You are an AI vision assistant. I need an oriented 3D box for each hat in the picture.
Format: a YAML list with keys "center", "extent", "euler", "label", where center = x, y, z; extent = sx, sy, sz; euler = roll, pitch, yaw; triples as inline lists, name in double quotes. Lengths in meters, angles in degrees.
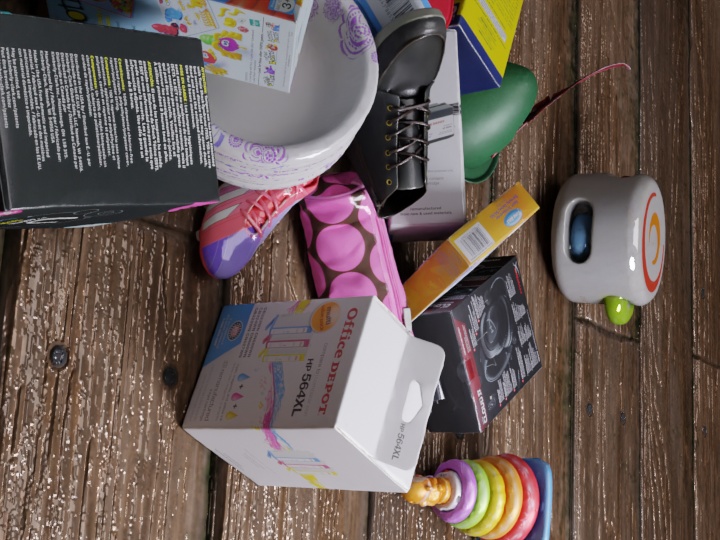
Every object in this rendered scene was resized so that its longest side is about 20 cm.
- center: [0.206, -0.214, 1.432]
  extent: [0.166, 0.174, 0.202]
  euler: [47, 49, -40]
  label: "hat"

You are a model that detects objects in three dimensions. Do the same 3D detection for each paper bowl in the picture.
- center: [-0.090, -0.169, 1.023]
  extent: [0.197, 0.104, 0.204]
  euler: [5, 71, -15]
  label: "paper bowl"

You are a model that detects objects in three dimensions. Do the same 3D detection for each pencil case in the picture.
- center: [0.000, 0.000, 1.181]
  extent: [0.090, 0.093, 0.203]
  euler: [-28, 107, -42]
  label: "pencil case"

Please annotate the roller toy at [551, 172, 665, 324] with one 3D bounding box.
- center: [0.345, -0.046, 1.641]
  extent: [0.201, 0.138, 0.184]
  euler: [-59, 142, -43]
  label: "roller toy"

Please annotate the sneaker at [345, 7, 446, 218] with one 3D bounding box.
- center: [0.045, -0.141, 1.068]
  extent: [0.074, 0.201, 0.107]
  euler: [-11, 63, -24]
  label: "sneaker"

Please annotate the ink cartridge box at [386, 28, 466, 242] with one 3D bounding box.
- center: [0.065, -0.140, 1.251]
  extent: [0.145, 0.083, 0.204]
  euler: [85, 3, -84]
  label: "ink cartridge box"

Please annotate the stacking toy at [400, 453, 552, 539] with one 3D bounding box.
- center: [0.119, 0.256, 1.330]
  extent: [0.198, 0.115, 0.112]
  euler: [17, 71, -38]
  label: "stacking toy"

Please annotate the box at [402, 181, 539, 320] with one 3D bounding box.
- center: [0.098, -0.008, 1.238]
  extent: [0.119, 0.200, 0.042]
  euler: [-38, 83, -32]
  label: "box"

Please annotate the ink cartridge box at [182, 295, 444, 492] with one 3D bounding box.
- center: [-0.031, 0.109, 1.030]
  extent: [0.125, 0.197, 0.130]
  euler: [45, 51, -41]
  label: "ink cartridge box"

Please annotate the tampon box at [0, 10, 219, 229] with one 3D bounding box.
- center: [-0.223, -0.097, 0.828]
  extent: [0.199, 0.148, 0.129]
  euler: [-6, 90, -55]
  label: "tampon box"

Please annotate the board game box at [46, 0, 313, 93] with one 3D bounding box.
- center: [-0.137, -0.231, 0.913]
  extent: [0.105, 0.196, 0.105]
  euler: [109, -6, -66]
  label: "board game box"

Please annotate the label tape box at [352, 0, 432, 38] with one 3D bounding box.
- center: [-0.028, -0.305, 1.102]
  extent: [0.066, 0.200, 0.144]
  euler: [-39, 127, -2]
  label: "label tape box"

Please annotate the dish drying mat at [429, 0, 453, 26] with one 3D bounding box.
- center: [0.015, -0.316, 1.237]
  extent: [0.198, 0.018, 0.078]
  euler: [26, 55, -21]
  label: "dish drying mat"

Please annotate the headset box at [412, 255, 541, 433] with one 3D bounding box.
- center: [0.129, 0.088, 1.368]
  extent: [0.199, 0.076, 0.151]
  euler: [-35, 113, -50]
  label: "headset box"

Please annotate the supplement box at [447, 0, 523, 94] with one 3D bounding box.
- center: [0.117, -0.318, 1.379]
  extent: [0.110, 0.107, 0.203]
  euler: [46, 49, -41]
  label: "supplement box"

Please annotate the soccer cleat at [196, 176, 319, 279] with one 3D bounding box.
- center: [-0.084, -0.072, 1.086]
  extent: [0.067, 0.075, 0.201]
  euler: [60, 41, -30]
  label: "soccer cleat"
